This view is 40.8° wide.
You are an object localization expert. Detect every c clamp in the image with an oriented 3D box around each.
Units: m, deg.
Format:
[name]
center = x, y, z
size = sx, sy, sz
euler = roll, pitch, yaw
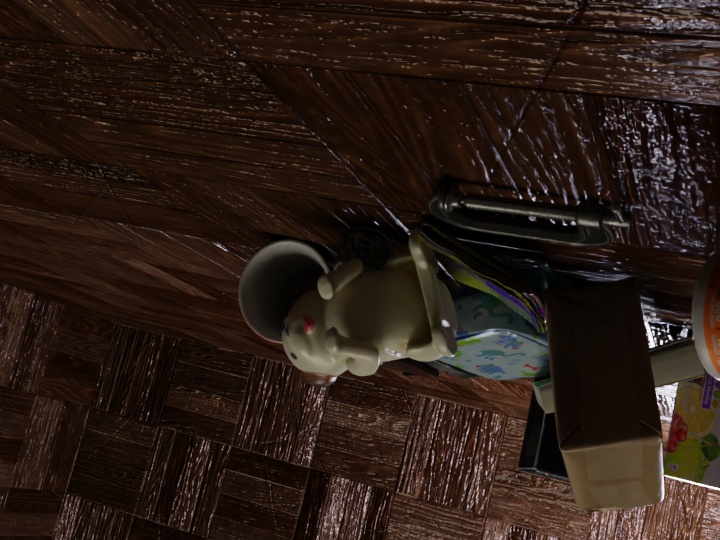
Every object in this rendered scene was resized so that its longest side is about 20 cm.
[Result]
[c clamp]
center = 0.144, -0.052, 0.844
size = 0.196, 0.028, 0.170
euler = 8, 173, 26

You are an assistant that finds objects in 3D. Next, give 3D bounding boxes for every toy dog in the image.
[toy dog]
center = 0.003, 0.051, 1.097
size = 0.196, 0.143, 0.194
euler = -16, 174, 12

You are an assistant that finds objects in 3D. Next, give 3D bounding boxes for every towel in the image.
[towel]
center = 0.136, 0.010, 1.050
size = 0.142, 0.023, 0.200
euler = 33, 177, 21

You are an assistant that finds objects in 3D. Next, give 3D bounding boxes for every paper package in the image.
[paper package]
center = 0.265, 0.137, 1.050
size = 0.101, 0.194, 0.201
euler = -9, 149, 14

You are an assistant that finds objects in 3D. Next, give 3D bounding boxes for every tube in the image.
[tube]
center = 0.234, 0.034, 1.113
size = 0.076, 0.051, 0.199
euler = -11, 150, 42

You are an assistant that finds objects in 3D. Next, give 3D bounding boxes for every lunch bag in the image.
[lunch bag]
center = 0.188, 0.080, 1.249
size = 0.198, 0.084, 0.159
euler = 22, 154, -39

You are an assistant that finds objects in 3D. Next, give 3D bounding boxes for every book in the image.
[book]
center = 0.322, 0.135, 1.233
size = 0.196, 0.049, 0.134
euler = -17, 175, 5

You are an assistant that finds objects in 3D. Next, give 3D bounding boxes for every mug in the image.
[mug]
center = -0.072, 0.061, 1.357
size = 0.132, 0.180, 0.200
euler = -27, 167, 5

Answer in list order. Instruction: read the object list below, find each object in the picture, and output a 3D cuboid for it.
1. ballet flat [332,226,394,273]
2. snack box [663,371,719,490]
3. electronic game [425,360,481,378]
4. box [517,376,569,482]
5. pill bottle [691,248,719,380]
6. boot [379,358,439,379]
[ballet flat]
center = 0.000, 0.000, 1.182
size = 0.071, 0.074, 0.200
euler = 15, 169, -4
[snack box]
center = 0.522, 0.216, 1.306
size = 0.196, 0.172, 0.068
euler = 10, 173, 18
[electronic game]
center = 0.112, 0.097, 1.437
size = 0.197, 0.042, 0.200
euler = 27, -166, -7
[box]
center = 0.354, 0.253, 1.647
size = 0.121, 0.204, 0.197
euler = 13, 170, 3
[pill bottle]
center = 0.367, 0.038, 0.736
size = 0.113, 0.117, 0.198
euler = 22, 167, -37
[boot]
center = 0.058, 0.126, 1.501
size = 0.164, 0.073, 0.200
euler = 27, -177, -20
